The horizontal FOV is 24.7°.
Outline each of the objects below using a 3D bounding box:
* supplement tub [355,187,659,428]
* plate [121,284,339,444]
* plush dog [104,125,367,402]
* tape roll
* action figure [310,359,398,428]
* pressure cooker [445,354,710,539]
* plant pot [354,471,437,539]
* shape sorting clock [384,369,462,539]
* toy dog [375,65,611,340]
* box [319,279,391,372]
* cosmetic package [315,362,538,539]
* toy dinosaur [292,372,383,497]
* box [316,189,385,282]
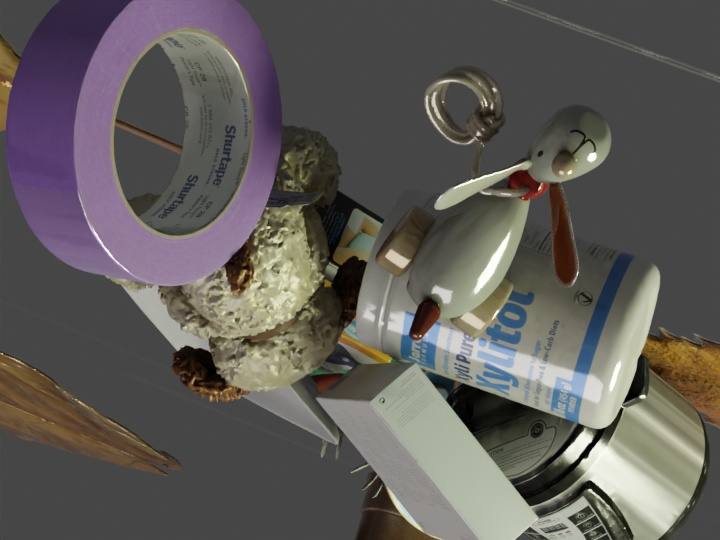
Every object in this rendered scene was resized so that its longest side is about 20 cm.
[{"bbox_3d":[0.111,0.027,1.225,0.199,0.132,0.132,18,160,14],"label":"supplement tub"},{"bbox_3d":[-0.117,0.057,1.429,0.199,0.032,0.200,23,157,39],"label":"plate"},{"bbox_3d":[-0.074,0.016,1.234,0.172,0.200,0.161,64,176,-38],"label":"plush dog"},{"bbox_3d":[-0.139,-0.093,1.092,0.066,0.201,0.200,9,156,35],"label":"tape roll"},{"bbox_3d":[-0.010,0.104,1.691,0.118,0.055,0.200,32,153,-18],"label":"action figure"},{"bbox_3d":[0.171,0.136,1.379,0.200,0.176,0.179,38,180,-33],"label":"pressure cooker"},{"bbox_3d":[0.064,0.395,2.158,0.200,0.199,0.200,21,160,8],"label":"plant pot"},{"bbox_3d":[0.113,0.155,1.479,0.200,0.200,0.039,33,-179,-26],"label":"shape sorting clock"},{"bbox_3d":[0.079,-0.022,1.072,0.132,0.096,0.200,19,132,5],"label":"toy dog"},{"bbox_3d":[-0.049,0.043,1.410,0.119,0.042,0.200,29,164,-13],"label":"box"},{"bbox_3d":[0.047,0.144,1.290,0.151,0.052,0.200,54,168,-5],"label":"cosmetic package"},{"bbox_3d":[0.017,0.124,1.537,0.105,0.200,0.182,5,143,38],"label":"toy dinosaur"},{"bbox_3d":[0.000,0.000,1.391,0.200,0.060,0.117,32,160,-20],"label":"box"}]
